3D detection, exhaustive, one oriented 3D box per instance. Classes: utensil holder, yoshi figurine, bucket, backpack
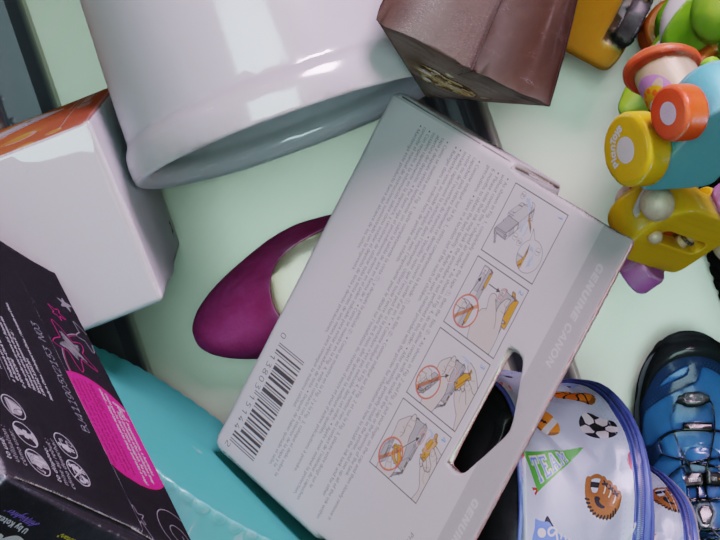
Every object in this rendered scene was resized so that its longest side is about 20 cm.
[{"bbox_3d":[-0.067,-0.162,0.866,0.169,0.170,0.202,-20,88,4],"label":"utensil holder"},{"bbox_3d":[0.192,-0.119,0.831,0.111,0.200,0.113,13,92,5],"label":"yoshi figurine"},{"bbox_3d":[-0.118,0.141,0.864,0.207,0.207,0.135,37,95,2],"label":"bucket"},{"bbox_3d":[0.082,0.145,0.856,0.153,0.200,0.192,0,100,-21],"label":"backpack"}]

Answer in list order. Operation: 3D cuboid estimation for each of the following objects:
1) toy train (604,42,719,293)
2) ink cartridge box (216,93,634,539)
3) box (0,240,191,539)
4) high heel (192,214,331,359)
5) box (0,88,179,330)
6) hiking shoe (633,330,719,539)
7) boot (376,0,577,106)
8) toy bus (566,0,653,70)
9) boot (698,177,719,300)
[{"bbox_3d":[0.172,-0.058,0.756,0.149,0.200,0.056,-24,64,3],"label":"toy train"},{"bbox_3d":[0.034,0.041,0.811,0.176,0.045,0.201,36,103,43],"label":"ink cartridge box"},{"bbox_3d":[-0.177,0.073,0.727,0.115,0.132,0.200,-42,49,8],"label":"box"},{"bbox_3d":[0.000,0.000,0.900,0.198,0.096,0.068,-17,91,4],"label":"high heel"},{"bbox_3d":[-0.205,-0.008,0.890,0.198,0.124,0.098,-21,104,3],"label":"box"},{"bbox_3d":[0.186,0.132,0.896,0.074,0.087,0.202,-7,92,3],"label":"hiking shoe"},{"bbox_3d":[0.038,-0.184,0.773,0.185,0.064,0.201,22,97,-17],"label":"boot"},{"bbox_3d":[0.148,-0.205,0.869,0.065,0.078,0.201,28,123,4],"label":"toy bus"},{"bbox_3d":[0.268,0.017,0.902,0.137,0.077,0.201,-22,101,-2],"label":"boot"}]
